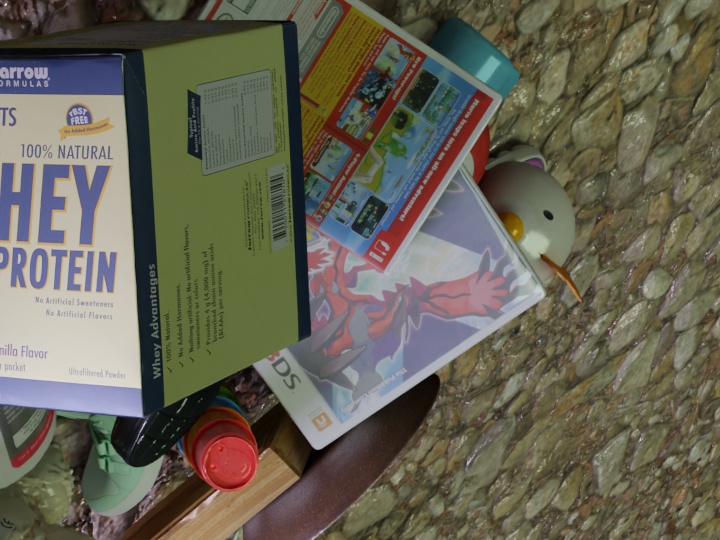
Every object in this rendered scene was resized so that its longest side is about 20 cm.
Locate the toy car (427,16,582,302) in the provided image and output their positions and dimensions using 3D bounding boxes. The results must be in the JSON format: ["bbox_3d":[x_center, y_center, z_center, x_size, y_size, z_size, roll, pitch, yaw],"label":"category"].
[{"bbox_3d":[0.090,-0.048,1.434,0.185,0.200,0.177,-51,176,6],"label":"toy car"}]

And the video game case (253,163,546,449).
[{"bbox_3d":[0.000,0.000,1.359,0.199,0.023,0.183,-34,109,5],"label":"video game case"}]

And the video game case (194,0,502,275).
[{"bbox_3d":[-0.026,-0.109,1.302,0.144,0.199,0.017,-56,-172,8],"label":"video game case"}]

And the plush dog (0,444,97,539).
[{"bbox_3d":[-0.264,0.221,1.316,0.159,0.200,0.173,10,115,-37],"label":"plush dog"}]

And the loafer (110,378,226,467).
[{"bbox_3d":[-0.120,0.032,1.310,0.201,0.072,0.073,-63,158,1],"label":"loafer"}]

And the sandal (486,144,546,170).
[{"bbox_3d":[0.082,-0.032,1.614,0.202,0.050,0.083,-40,144,-16],"label":"sandal"}]

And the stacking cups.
[{"bbox_3d":[-0.100,0.119,1.408,0.060,0.200,0.061,-2,97,-13],"label":"stacking cups"}]

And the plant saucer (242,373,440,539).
[{"bbox_3d":[-0.024,0.138,1.474,0.200,0.037,0.201,-44,-171,9],"label":"plant saucer"}]

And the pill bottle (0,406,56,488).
[{"bbox_3d":[-0.255,0.038,1.204,0.110,0.111,0.201,-35,144,-25],"label":"pill bottle"}]

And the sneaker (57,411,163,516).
[{"bbox_3d":[-0.192,0.098,1.395,0.117,0.074,0.201,4,134,-29],"label":"sneaker"}]

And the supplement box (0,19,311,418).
[{"bbox_3d":[-0.135,-0.039,1.150,0.199,0.133,0.202,-23,113,-62],"label":"supplement box"}]

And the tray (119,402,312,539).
[{"bbox_3d":[-0.116,0.177,1.477,0.200,0.037,0.099,-42,-171,23],"label":"tray"}]
